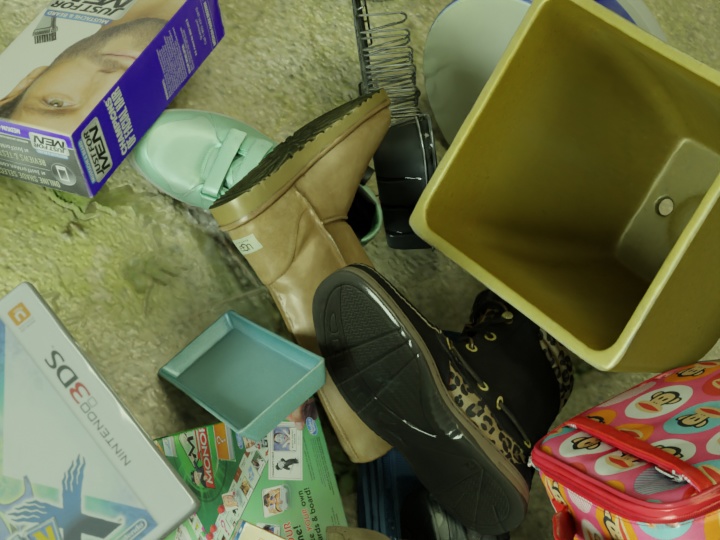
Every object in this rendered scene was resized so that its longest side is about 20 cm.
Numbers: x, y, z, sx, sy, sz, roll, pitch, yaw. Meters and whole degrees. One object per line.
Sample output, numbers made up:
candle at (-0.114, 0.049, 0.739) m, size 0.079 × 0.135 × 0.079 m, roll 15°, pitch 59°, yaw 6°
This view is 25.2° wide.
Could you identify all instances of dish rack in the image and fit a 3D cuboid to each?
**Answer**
dish rack at (0.024, -0.128, 1.247) m, size 0.054 × 0.154 × 0.202 m, roll -8°, pitch 59°, yaw 0°

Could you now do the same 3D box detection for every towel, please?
towel at (0.050, 0.133, 1.153) m, size 0.111 × 0.049 × 0.202 m, roll 7°, pitch 57°, yaw -19°

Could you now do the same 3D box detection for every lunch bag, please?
lunch bag at (0.191, 0.128, 0.961) m, size 0.175 × 0.200 × 0.083 m, roll -23°, pitch 102°, yaw -14°

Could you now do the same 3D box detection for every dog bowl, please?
dog bowl at (0.148, -0.145, 1.273) m, size 0.200 × 0.200 × 0.079 m, roll 45°, pitch 56°, yaw 9°

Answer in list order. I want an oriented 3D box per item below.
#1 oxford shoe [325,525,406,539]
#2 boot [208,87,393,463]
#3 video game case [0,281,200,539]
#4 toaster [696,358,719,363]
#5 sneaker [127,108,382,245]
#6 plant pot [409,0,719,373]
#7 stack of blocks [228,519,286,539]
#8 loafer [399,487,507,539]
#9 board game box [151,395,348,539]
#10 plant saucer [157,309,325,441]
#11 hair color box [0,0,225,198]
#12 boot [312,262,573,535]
oxford shoe at (-0.021, 0.258, 1.006) m, size 0.074 × 0.071 × 0.202 m, roll 17°, pitch 71°, yaw 5°
boot at (0.000, 0.000, 1.104) m, size 0.175 × 0.066 × 0.201 m, roll -41°, pitch 108°, yaw -31°
video game case at (-0.229, 0.138, 0.992) m, size 0.200 × 0.022 × 0.183 m, roll -39°, pitch 78°, yaw -5°
toaster at (0.305, 0.142, 1.177) m, size 0.179 × 0.201 × 0.120 m, roll -5°, pitch 59°, yaw -16°
sneaker at (-0.073, -0.071, 1.177) m, size 0.199 × 0.118 × 0.074 m, roll 21°, pitch 86°, yaw -10°
plant pot at (0.194, -0.048, 1.108) m, size 0.195 × 0.195 × 0.199 m, roll 38°, pitch 12°, yaw 36°
stack of blocks at (-0.085, 0.249, 0.936) m, size 0.058 × 0.115 × 0.201 m, roll 24°, pitch 80°, yaw -4°
loafer at (0.081, 0.239, 1.059) m, size 0.072 × 0.073 × 0.202 m, roll -6°, pitch 86°, yaw -24°
board game box at (-0.067, 0.195, 1.038) m, size 0.134 × 0.029 × 0.202 m, roll -12°, pitch 85°, yaw -27°
plant saucer at (-0.079, 0.068, 1.058) m, size 0.070 × 0.200 × 0.019 m, roll -41°, pitch 109°, yaw -12°
hair color box at (-0.197, -0.149, 1.191) m, size 0.108 × 0.065 × 0.201 m, roll 13°, pitch 50°, yaw 23°
boot at (0.062, 0.056, 1.063) m, size 0.200 × 0.073 × 0.151 m, roll 50°, pitch 38°, yaw -7°
